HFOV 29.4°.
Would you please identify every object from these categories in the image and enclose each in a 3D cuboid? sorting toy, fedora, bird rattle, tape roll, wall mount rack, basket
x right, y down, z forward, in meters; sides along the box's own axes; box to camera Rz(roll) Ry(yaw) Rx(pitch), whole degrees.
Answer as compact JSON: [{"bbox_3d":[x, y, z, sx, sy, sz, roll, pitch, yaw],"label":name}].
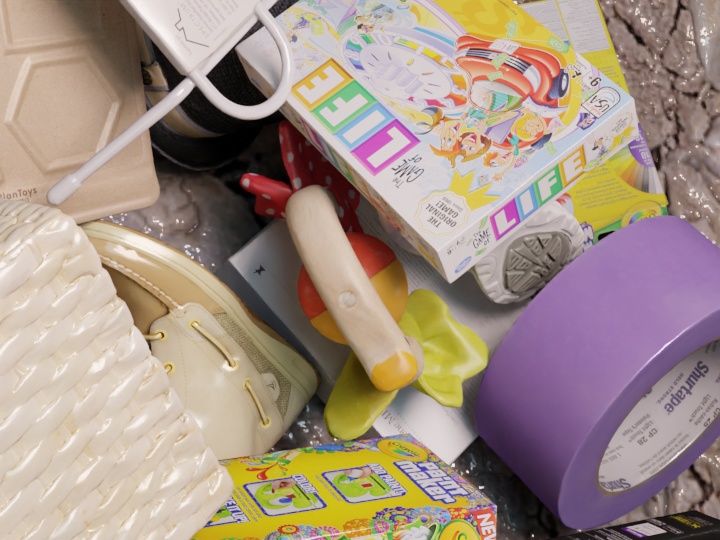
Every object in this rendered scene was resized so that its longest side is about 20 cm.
[{"bbox_3d":[-0.209,-0.117,0.762,0.185,0.036,0.201,-17,105,-36],"label":"sorting toy"},{"bbox_3d":[-0.079,-0.163,0.874,0.200,0.091,0.201,-12,104,-59],"label":"fedora"},{"bbox_3d":[0.000,0.000,0.817,0.112,0.163,0.201,-21,93,2],"label":"bird rattle"},{"bbox_3d":[0.177,0.068,0.896,0.200,0.200,0.085,-29,55,-24],"label":"tape roll"},{"bbox_3d":[-0.137,-0.141,0.740,0.200,0.074,0.174,50,62,-20],"label":"wall mount rack"},{"bbox_3d":[-0.199,0.089,0.664,0.200,0.161,0.199,-45,123,-30],"label":"basket"}]

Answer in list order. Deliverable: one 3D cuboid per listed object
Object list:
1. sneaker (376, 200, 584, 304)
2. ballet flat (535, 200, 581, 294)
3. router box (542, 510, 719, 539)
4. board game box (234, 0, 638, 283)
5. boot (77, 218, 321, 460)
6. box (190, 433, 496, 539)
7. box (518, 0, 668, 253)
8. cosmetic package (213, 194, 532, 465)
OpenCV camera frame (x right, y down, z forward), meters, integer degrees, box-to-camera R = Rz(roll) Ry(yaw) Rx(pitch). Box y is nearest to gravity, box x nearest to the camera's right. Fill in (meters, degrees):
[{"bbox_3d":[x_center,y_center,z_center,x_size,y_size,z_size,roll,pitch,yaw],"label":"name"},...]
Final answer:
[{"bbox_3d":[0.069,-0.048,0.864,0.200,0.078,0.099,30,22,-49],"label":"sneaker"},{"bbox_3d":[0.082,-0.065,0.959,0.064,0.067,0.200,-5,62,-53],"label":"ballet flat"},{"bbox_3d":[0.177,0.271,0.902,0.149,0.051,0.201,-6,96,-22],"label":"router box"},{"bbox_3d":[0.038,-0.101,0.771,0.134,0.034,0.200,-38,56,-8],"label":"board game box"},{"bbox_3d":[-0.129,0.078,0.838,0.200,0.073,0.156,43,67,-33],"label":"boot"},{"bbox_3d":[-0.035,0.217,0.790,0.192,0.122,0.201,-6,105,-22],"label":"box"},{"bbox_3d":[0.150,-0.100,1.019,0.117,0.048,0.201,-13,79,-23],"label":"box"},{"bbox_3d":[0.022,0.027,0.937,0.151,0.052,0.200,-42,93,-25],"label":"cosmetic package"}]
